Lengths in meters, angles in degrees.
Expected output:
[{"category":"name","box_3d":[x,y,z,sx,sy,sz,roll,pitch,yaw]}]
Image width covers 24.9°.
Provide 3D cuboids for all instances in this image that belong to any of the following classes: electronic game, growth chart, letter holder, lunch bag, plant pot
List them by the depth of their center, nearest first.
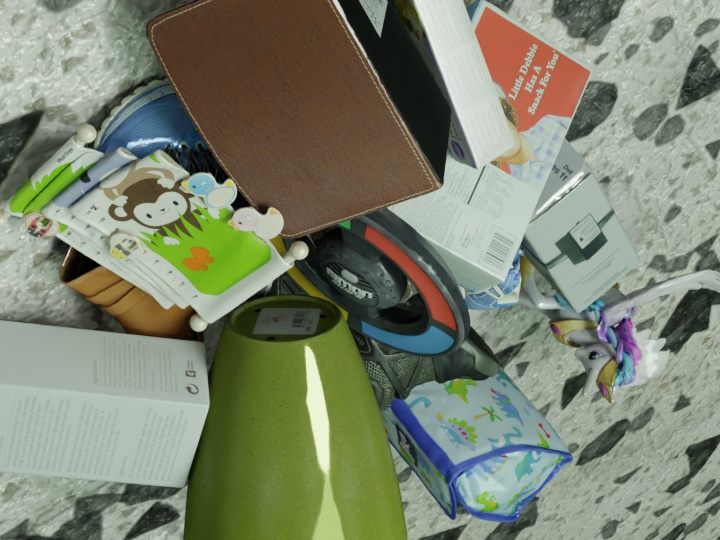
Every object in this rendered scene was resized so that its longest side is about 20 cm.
[{"category":"letter holder","box_3d":[-0.043,-0.138,1.150,0.141,0.101,0.201,-19,123,21]},{"category":"growth chart","box_3d":[-0.149,-0.031,1.178,0.199,0.018,0.145,31,130,-21]},{"category":"electronic game","box_3d":[0.000,0.000,1.291,0.042,0.199,0.201,-53,154,-23]},{"category":"plant pot","box_3d":[-0.056,0.128,1.305,0.186,0.187,0.202,-17,117,-33]},{"category":"lunch bag","box_3d":[0.095,0.160,1.667,0.128,0.170,0.199,-49,149,13]}]

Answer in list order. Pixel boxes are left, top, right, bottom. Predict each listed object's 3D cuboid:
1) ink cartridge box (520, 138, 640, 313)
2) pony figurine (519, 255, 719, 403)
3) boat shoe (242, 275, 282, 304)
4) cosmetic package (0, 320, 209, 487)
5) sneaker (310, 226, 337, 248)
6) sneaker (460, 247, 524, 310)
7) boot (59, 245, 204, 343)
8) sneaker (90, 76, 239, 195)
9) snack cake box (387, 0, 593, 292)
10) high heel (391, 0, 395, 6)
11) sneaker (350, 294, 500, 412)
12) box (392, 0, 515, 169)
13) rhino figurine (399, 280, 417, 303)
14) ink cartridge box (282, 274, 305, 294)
[{"category":"ink cartridge box","box_3d":[0.160,-0.069,1.476,0.083,0.147,0.200,-40,148,2]},{"category":"pony figurine","box_3d":[0.245,0.042,1.652,0.192,0.200,0.167,-16,141,-34]},{"category":"boat shoe","box_3d":[-0.073,0.065,1.389,0.072,0.067,0.201,-68,165,-47]},{"category":"cosmetic package","box_3d":[-0.224,0.103,1.266,0.198,0.072,0.102,7,131,-17]},{"category":"sneaker","box_3d":[-0.048,-0.069,1.348,0.088,0.077,0.201,-2,143,-1]},{"category":"sneaker","box_3d":[0.106,-0.024,1.433,0.076,0.076,0.200,5,157,6]},{"category":"boot","box_3d":[-0.178,0.028,1.292,0.201,0.077,0.155,-53,149,14]},{"category":"sneaker","box_3d":[-0.107,-0.097,1.204,0.199,0.089,0.079,-23,145,-23]},{"category":"snack cake box","box_3d":[0.093,-0.099,1.309,0.201,0.114,0.067,-65,-167,-16]},{"category":"high heel","box_3d":[0.031,-0.175,1.283,0.095,0.067,0.201,-26,135,-13]},{"category":"sneaker","box_3d":[0.047,0.084,1.536,0.114,0.076,0.199,-48,146,17]},{"category":"box","box_3d":[0.060,-0.172,1.209,0.041,0.039,0.201,-33,118,-16]},{"category":"rhino figurine","box_3d":[0.039,-0.061,1.387,0.087,0.059,0.202,-44,146,-67]},{"category":"ink cartridge box","box_3d":[0.020,0.016,1.529,0.199,0.041,0.200,-38,149,-4]}]
